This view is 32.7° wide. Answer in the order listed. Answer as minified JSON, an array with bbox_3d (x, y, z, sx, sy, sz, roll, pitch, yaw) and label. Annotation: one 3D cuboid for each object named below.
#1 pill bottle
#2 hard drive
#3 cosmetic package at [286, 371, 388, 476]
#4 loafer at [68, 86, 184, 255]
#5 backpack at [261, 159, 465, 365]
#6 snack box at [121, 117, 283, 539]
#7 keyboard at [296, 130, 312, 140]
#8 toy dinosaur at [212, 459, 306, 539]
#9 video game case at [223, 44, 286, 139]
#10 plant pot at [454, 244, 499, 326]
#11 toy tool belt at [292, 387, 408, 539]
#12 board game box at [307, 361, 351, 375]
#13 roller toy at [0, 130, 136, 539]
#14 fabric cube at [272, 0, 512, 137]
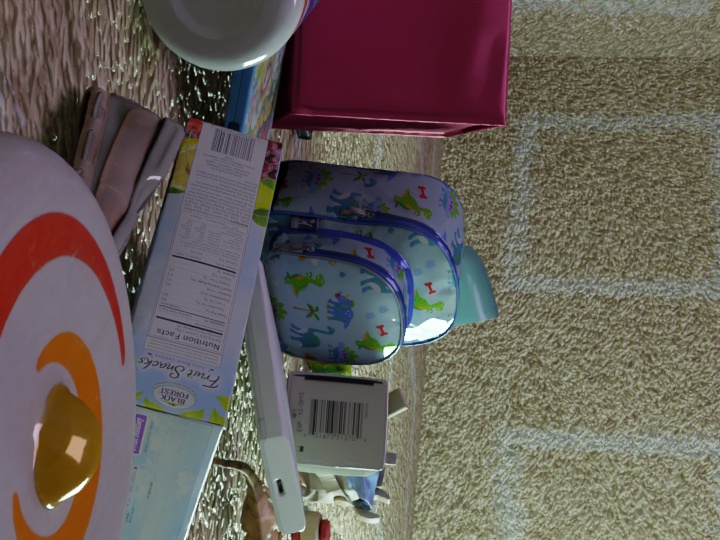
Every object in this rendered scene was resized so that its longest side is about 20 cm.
[{"bbox_3d":[-0.080,-0.219,0.877,0.200,0.111,0.114,-71,161,-66],"label":"pill bottle"},{"bbox_3d":[-0.078,0.106,1.065,0.201,0.026,0.133,-102,-177,-45],"label":"hard drive"},{"bbox_3d":[-0.029,0.158,1.240,0.200,0.102,0.088,114,-19,-78],"label":"cosmetic package"},{"bbox_3d":[-0.150,-0.030,0.641,0.072,0.063,0.201,-47,-165,32],"label":"loafer"},{"bbox_3d":[0.000,0.000,1.186,0.148,0.197,0.184,-80,170,-45],"label":"backpack"},{"bbox_3d":[-0.106,0.041,0.734,0.169,0.067,0.202,113,-13,-50],"label":"snack box"},{"bbox_3d":[-0.054,-0.231,1.399,0.128,0.020,0.202,73,21,-51],"label":"keyboard"},{"bbox_3d":[-0.088,0.215,1.097,0.107,0.060,0.202,-73,162,-58],"label":"toy dinosaur"},{"bbox_3d":[-0.092,-0.095,0.984,0.143,0.018,0.202,-73,176,-65],"label":"video game case"},{"bbox_3d":[0.185,0.034,2.615,0.201,0.198,0.163,-8,88,-82],"label":"plant pot"},{"bbox_3d":[-0.010,0.232,1.437,0.125,0.121,0.202,74,20,-65],"label":"toy tool belt"},{"bbox_3d":[-0.042,0.049,1.442,0.200,0.047,0.103,72,21,-67],"label":"board game box"},{"bbox_3d":[-0.143,0.050,0.365,0.200,0.138,0.185,75,19,-66],"label":"roller toy"},{"bbox_3d":[0.018,-0.229,1.110,0.200,0.194,0.202,-167,-100,-77],"label":"fabric cube"}]
